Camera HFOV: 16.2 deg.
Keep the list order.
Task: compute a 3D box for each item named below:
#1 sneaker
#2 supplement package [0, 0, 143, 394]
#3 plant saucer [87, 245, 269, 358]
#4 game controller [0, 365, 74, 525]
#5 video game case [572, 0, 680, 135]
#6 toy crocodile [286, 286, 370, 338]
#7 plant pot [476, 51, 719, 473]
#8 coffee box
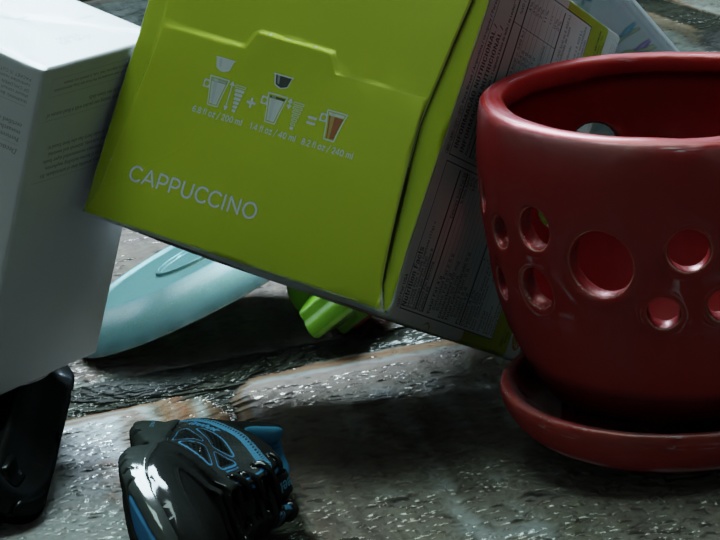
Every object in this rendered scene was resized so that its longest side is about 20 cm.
[{"bbox_3d":[-0.073,0.109,1.228,0.082,0.074,0.200,-8,15,-1],"label":"sneaker"},{"bbox_3d":[-0.207,-0.048,1.402,0.119,0.201,0.121,23,23,22],"label":"supplement package"},{"bbox_3d":[-0.101,-0.003,1.659,0.200,0.027,0.200,-26,11,6],"label":"plant saucer"},{"bbox_3d":[-0.217,0.080,1.410,0.104,0.042,0.200,13,20,-5],"label":"game controller"},{"bbox_3d":[0.108,-0.097,1.554,0.182,0.200,0.022,-38,26,15],"label":"video game case"},{"bbox_3d":[0.000,0.000,1.654,0.067,0.062,0.200,-40,8,17],"label":"toy crocodile"},{"bbox_3d":[0.162,-0.006,1.289,0.200,0.183,0.200,-4,18,1],"label":"plant pot"},{"bbox_3d":[-0.001,-0.083,1.404,0.199,0.201,0.198,18,0,26],"label":"coffee box"}]
